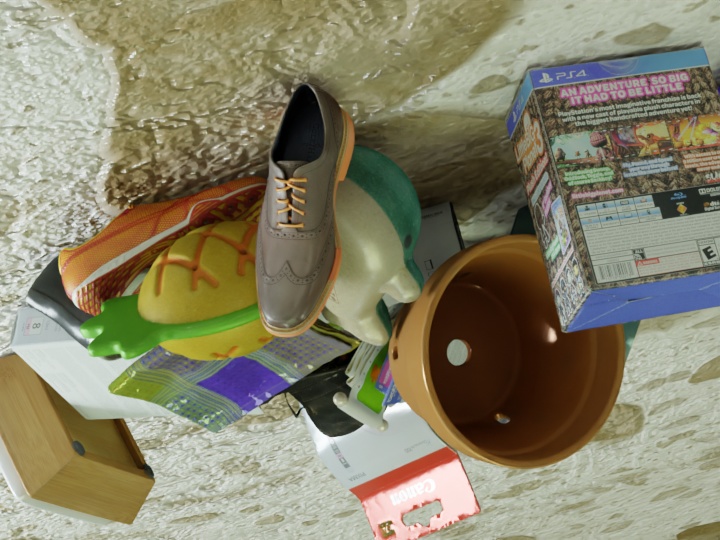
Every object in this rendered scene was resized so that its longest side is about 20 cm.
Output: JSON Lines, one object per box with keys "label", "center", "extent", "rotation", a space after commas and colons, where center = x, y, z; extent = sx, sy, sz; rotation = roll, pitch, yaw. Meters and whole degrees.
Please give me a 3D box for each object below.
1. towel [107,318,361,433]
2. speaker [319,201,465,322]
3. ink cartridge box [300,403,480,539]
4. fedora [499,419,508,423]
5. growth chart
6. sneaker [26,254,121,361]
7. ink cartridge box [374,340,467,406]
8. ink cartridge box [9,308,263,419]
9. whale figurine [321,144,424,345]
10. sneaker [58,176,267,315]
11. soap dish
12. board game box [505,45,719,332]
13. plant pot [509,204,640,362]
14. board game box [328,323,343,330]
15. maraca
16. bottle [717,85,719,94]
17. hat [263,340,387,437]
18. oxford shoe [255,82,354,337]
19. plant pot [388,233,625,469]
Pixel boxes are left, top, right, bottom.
{"label": "towel", "center": [-0.114, 0.083, 1.688], "extent": [0.199, 0.023, 0.143], "rotation": [-31, 141, 27]}
{"label": "speaker", "center": [0.000, 0.000, 1.753], "extent": [0.199, 0.082, 0.081], "rotation": [-16, 159, 6]}
{"label": "ink cartridge box", "center": [0.029, 0.201, 2.081], "extent": [0.162, 0.201, 0.057], "rotation": [-29, 164, 38]}
{"label": "fedora", "center": [0.146, 0.114, 2.062], "extent": [0.090, 0.178, 0.200], "rotation": [12, 177, 13]}
{"label": "growth chart", "center": [0.040, 0.067, 1.878], "extent": [0.201, 0.018, 0.145], "rotation": [-63, 151, 4]}
{"label": "sneaker", "center": [-0.198, 0.004, 1.681], "extent": [0.200, 0.106, 0.075], "rotation": [-26, 136, -46]}
{"label": "ink cartridge box", "center": [0.082, 0.068, 1.887], "extent": [0.200, 0.042, 0.120], "rotation": [-8, 123, -58]}
{"label": "ink cartridge box", "center": [-0.208, 0.087, 1.780], "extent": [0.199, 0.057, 0.163], "rotation": [-7, 147, 19]}
{"label": "whale figurine", "center": [-0.001, -0.025, 1.607], "extent": [0.104, 0.159, 0.201], "rotation": [-47, 148, -27]}
{"label": "sneaker", "center": [-0.167, -0.037, 1.596], "extent": [0.199, 0.077, 0.073], "rotation": [-25, 141, -12]}
{"label": "soap dish", "center": [-0.302, 0.172, 1.913], "extent": [0.081, 0.158, 0.200], "rotation": [-36, 154, 10]}
{"label": "board game box", "center": [0.226, -0.068, 1.553], "extent": [0.158, 0.201, 0.097], "rotation": [-8, 159, -12]}
{"label": "plant pot", "center": [0.201, 0.004, 1.778], "extent": [0.134, 0.201, 0.200], "rotation": [17, 157, 3]}
{"label": "board game box", "center": [-0.126, 0.062, 1.876], "extent": [0.199, 0.048, 0.102], "rotation": [-4, 157, -24]}
{"label": "maraca", "center": [-0.132, 0.024, 1.527], "extent": [0.199, 0.108, 0.137], "rotation": [-20, -160, -9]}
{"label": "bottle", "center": [0.349, -0.142, 1.629], "extent": [0.083, 0.066, 0.200], "rotation": [-7, 158, -14]}
{"label": "hat", "center": [-0.018, 0.128, 1.965], "extent": [0.200, 0.081, 0.201], "rotation": [-26, 180, 0]}
{"label": "oxford shoe", "center": [-0.053, -0.049, 1.453], "extent": [0.071, 0.201, 0.073], "rotation": [0, 159, 17]}
{"label": "plant pot", "center": [0.115, 0.072, 1.654], "extent": [0.199, 0.202, 0.140], "rotation": [-4, 179, -23]}
